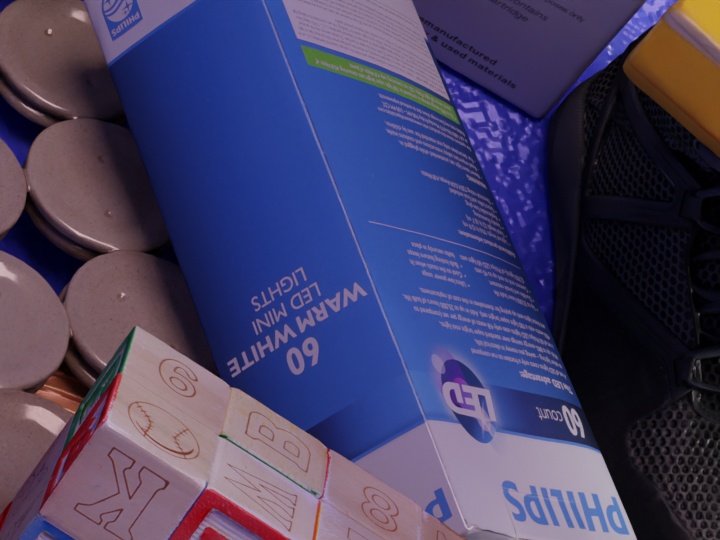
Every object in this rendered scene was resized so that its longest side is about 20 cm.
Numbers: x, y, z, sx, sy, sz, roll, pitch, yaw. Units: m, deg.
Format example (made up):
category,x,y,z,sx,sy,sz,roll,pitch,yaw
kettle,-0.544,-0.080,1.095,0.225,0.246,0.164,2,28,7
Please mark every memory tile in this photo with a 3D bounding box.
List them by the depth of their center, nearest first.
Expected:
category,x,y,z,sx,sy,sz,roll,pitch,yaw
memory tile,-0.112,-0.004,0.794,0.153,0.017,0.201,2,51,-30

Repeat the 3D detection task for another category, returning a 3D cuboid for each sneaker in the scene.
category,x,y,z,sx,sy,sz,roll,pitch,yaw
sneaker,0.109,0.003,0.867,0.076,0.114,0.200,11,58,-19

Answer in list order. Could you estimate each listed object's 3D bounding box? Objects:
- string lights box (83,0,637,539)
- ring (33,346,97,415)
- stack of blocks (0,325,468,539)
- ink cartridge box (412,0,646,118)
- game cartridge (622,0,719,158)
category,x,y,z,sx,sy,sz,roll,pitch,yaw
string lights box,0.000,0.000,0.818,0.103,0.059,0.201,16,48,-57
ring,-0.096,0.104,0.754,0.199,0.019,0.201,13,56,-21
stack of blocks,-0.006,0.120,0.698,0.199,0.115,0.059,33,20,-9
ink cartridge box,0.088,-0.167,0.905,0.084,0.200,0.146,29,51,-9
game cartridge,0.183,-0.024,0.816,0.200,0.032,0.176,44,34,5
